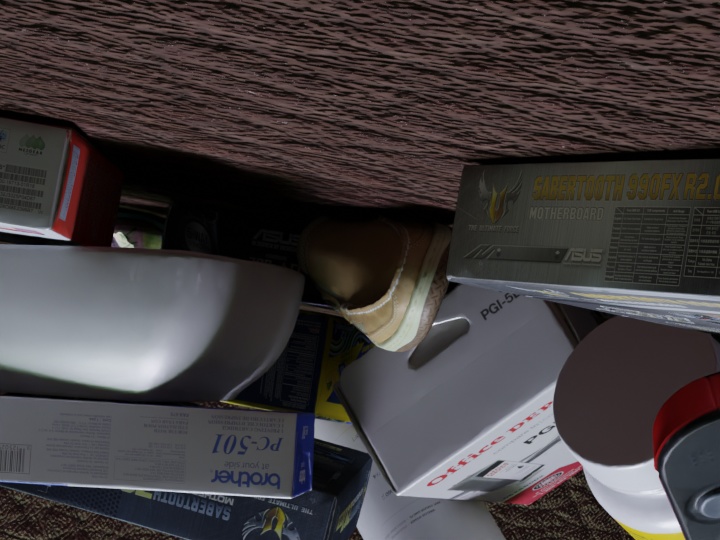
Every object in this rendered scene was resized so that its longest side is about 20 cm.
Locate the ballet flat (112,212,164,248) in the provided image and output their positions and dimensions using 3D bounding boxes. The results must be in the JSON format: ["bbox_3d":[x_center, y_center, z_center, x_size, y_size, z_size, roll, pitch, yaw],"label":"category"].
[{"bbox_3d":[-0.174,0.000,1.368,0.069,0.071,0.200,11,176,-10],"label":"ballet flat"}]

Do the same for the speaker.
[{"bbox_3d":[0.022,0.129,1.208,0.081,0.081,0.200,14,-142,-52],"label":"speaker"}]

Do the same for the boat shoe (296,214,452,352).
[{"bbox_3d":[0.000,0.000,1.022,0.076,0.072,0.200,26,172,-7],"label":"boat shoe"}]

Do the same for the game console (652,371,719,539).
[{"bbox_3d":[0.238,0.087,0.828,0.199,0.031,0.177,-18,133,11],"label":"game console"}]

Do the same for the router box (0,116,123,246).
[{"bbox_3d":[-0.228,-0.051,0.918,0.199,0.049,0.180,10,176,0],"label":"router box"}]

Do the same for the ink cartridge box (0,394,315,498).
[{"bbox_3d":[-0.127,0.087,0.943,0.199,0.044,0.094,3,175,5],"label":"ink cartridge box"}]

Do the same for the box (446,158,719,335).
[{"bbox_3d":[0.150,-0.002,0.693,0.158,0.049,0.200,12,176,-29],"label":"box"}]

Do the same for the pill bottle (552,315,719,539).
[{"bbox_3d":[0.192,0.110,1.032,0.114,0.115,0.200,6,154,40],"label":"pill bottle"}]

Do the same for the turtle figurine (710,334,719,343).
[{"bbox_3d":[0.307,0.075,1.087,0.199,0.101,0.150,25,159,-6],"label":"turtle figurine"}]

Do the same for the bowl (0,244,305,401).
[{"bbox_3d":[-0.141,0.029,0.979,0.199,0.075,0.200,3,178,15],"label":"bowl"}]

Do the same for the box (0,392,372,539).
[{"bbox_3d":[-0.100,0.111,1.070,0.199,0.051,0.158,16,-175,6],"label":"box"}]

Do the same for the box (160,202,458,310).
[{"bbox_3d":[-0.022,0.001,1.215,0.199,0.044,0.160,9,176,3],"label":"box"}]

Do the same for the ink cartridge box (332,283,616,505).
[{"bbox_3d":[0.099,0.071,1.137,0.147,0.083,0.200,-37,157,19],"label":"ink cartridge box"}]

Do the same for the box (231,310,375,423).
[{"bbox_3d":[-0.089,0.051,1.197,0.199,0.065,0.070,8,176,32],"label":"box"}]
